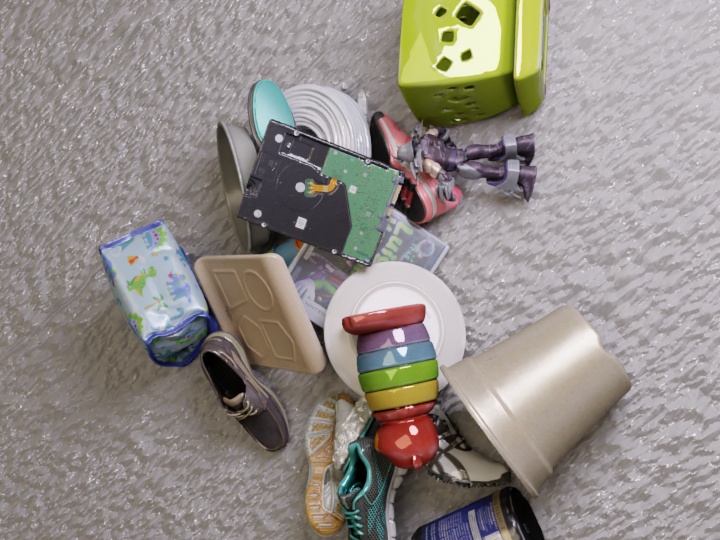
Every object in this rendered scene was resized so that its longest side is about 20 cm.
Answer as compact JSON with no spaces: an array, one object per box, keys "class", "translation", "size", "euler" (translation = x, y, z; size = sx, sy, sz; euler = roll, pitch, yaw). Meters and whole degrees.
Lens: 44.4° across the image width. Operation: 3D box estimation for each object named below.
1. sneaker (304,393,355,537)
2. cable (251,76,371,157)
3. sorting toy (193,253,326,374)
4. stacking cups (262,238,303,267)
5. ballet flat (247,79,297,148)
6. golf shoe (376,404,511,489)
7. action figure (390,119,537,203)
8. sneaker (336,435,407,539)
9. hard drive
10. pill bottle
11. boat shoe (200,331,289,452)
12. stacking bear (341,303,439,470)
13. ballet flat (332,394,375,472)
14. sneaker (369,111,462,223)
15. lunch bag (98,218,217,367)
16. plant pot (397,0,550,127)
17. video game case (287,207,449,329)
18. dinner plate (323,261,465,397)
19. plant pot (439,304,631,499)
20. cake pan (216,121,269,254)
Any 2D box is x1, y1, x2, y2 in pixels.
[{"class":"sneaker","translation":[-0.047,0.279,1.262],"size":[0.075,0.088,0.202],"euler":[8,64,2]},{"class":"cable","translation":[-0.075,-0.174,1.312],"size":[0.198,0.069,0.203],"euler":[-14,82,29]},{"class":"sorting toy","translation":[-0.143,0.058,1.272],"size":[0.199,0.036,0.187],"euler":[-3,116,47]},{"class":"stacking cups","translation":[-0.103,-0.024,1.316],"size":[0.199,0.060,0.061],"euler":[-30,74,21]},{"class":"ballet flat","translation":[-0.117,-0.170,1.262],"size":[0.072,0.073,0.202],"euler":[-24,83,17]},{"class":"golf shoe","translation":[0.113,0.235,1.200],"size":[0.198,0.078,0.096],"euler":[13,89,21]},{"class":"action figure","translation":[0.138,-0.147,1.200],"size":[0.197,0.070,0.132],"euler":[5,57,-1]},{"class":"sneaker","translation":[0.001,0.309,1.159],"size":[0.077,0.091,0.203],"euler":[4,84,47]},{"class":"hard drive","translation":[-0.053,-0.104,1.197],"size":[0.198,0.038,0.141],"euler":[20,101,-7]},{"class":"pill bottle","translation":[0.135,0.373,1.156],"size":[0.198,0.112,0.113],"euler":[-29,74,16]},{"class":"boat shoe","translation":[-0.179,0.188,1.300],"size":[0.074,0.073,0.201],"euler":[-33,94,20]},{"class":"stacking bear","translation":[0.048,0.151,1.125],"size":[0.112,0.121,0.203],"euler":[-10,84,-2]},{"class":"ballet flat","translation":[0.005,0.182,1.226],"size":[0.071,0.072,0.201],"euler":[26,69,22]},{"class":"sneaker","translation":[0.077,-0.152,1.273],"size":[0.086,0.074,0.201],"euler":[-15,57,-23]},{"class":"lunch bag","translation":[-0.300,0.046,1.333],"size":[0.126,0.200,0.171],"euler":[-24,74,-17]},{"class":"plant pot","translation":[0.159,-0.312,1.184],"size":[0.179,0.199,0.203],"euler":[2,84,15]},{"class":"video game case","translation":[0.000,0.000,1.260],"size":[0.181,0.023,0.201],"euler":[33,97,-5]},{"class":"dinner plate","translation":[0.049,0.082,1.208],"size":[0.197,0.024,0.203],"euler":[2,74,-7]},{"class":"plant pot","translation":[0.230,0.149,1.114],"size":[0.183,0.200,0.201],"euler":[-37,72,3]},{"class":"cake pan","translation":[-0.174,-0.122,1.308],"size":[0.036,0.200,0.203],"euler":[-12,77,-15]}]
